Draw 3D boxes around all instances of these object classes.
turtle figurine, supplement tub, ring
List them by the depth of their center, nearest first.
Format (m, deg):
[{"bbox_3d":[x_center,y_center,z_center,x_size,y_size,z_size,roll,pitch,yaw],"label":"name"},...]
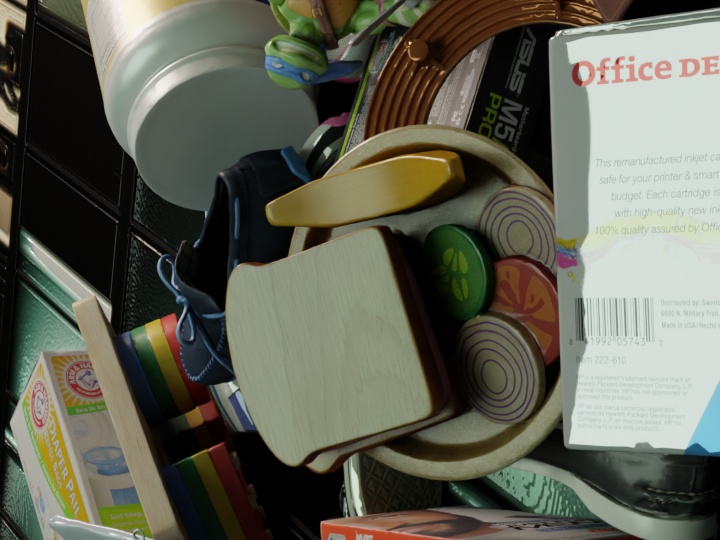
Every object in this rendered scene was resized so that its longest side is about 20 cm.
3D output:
[{"bbox_3d":[0.091,-0.067,1.017,0.200,0.019,0.201,-3,83,23],"label":"ring"},{"bbox_3d":[-0.011,-0.207,1.118,0.144,0.200,0.195,16,81,31],"label":"turtle figurine"},{"bbox_3d":[-0.108,-0.152,1.310,0.200,0.145,0.146,-109,33,-43],"label":"supplement tub"}]

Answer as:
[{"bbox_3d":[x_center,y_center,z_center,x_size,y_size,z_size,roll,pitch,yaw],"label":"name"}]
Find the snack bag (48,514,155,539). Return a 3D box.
[{"bbox_3d":[-0.097,0.226,1.283,0.199,0.189,0.021,9,60,35],"label":"snack bag"}]

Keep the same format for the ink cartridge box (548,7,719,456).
[{"bbox_3d":[0.170,-0.018,0.903,0.144,0.084,0.201,-1,93,40],"label":"ink cartridge box"}]

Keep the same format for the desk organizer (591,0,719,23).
[{"bbox_3d":[0.173,-0.210,0.930,0.077,0.071,0.200,64,143,29],"label":"desk organizer"}]

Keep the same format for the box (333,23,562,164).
[{"bbox_3d":[0.033,-0.051,1.129,0.160,0.044,0.201,5,77,65],"label":"box"}]

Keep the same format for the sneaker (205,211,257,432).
[{"bbox_3d":[-0.053,0.011,1.320,0.115,0.080,0.200,-20,74,60],"label":"sneaker"}]

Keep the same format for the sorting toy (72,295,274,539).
[{"bbox_3d":[-0.122,0.136,1.384,0.199,0.069,0.200,74,173,-58],"label":"sorting toy"}]

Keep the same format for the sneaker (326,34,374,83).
[{"bbox_3d":[-0.025,-0.220,1.244,0.081,0.088,0.201,-1,92,59],"label":"sneaker"}]

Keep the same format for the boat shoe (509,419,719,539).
[{"bbox_3d":[0.116,0.085,1.049,0.200,0.074,0.061,26,115,53],"label":"boat shoe"}]

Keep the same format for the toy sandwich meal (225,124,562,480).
[{"bbox_3d":[0.021,0.021,0.996,0.205,0.070,0.206,5,99,33],"label":"toy sandwich meal"}]

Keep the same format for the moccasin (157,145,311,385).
[{"bbox_3d":[-0.093,-0.004,1.253,0.081,0.068,0.200,53,138,36],"label":"moccasin"}]

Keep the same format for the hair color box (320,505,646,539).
[{"bbox_3d":[0.073,0.172,1.092,0.200,0.111,0.064,-7,85,59],"label":"hair color box"}]

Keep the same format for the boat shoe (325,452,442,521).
[{"bbox_3d":[0.016,0.169,1.227,0.062,0.074,0.201,-10,89,53],"label":"boat shoe"}]

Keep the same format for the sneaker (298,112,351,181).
[{"bbox_3d":[0.000,0.000,1.241,0.087,0.073,0.201,38,129,52],"label":"sneaker"}]

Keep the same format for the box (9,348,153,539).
[{"bbox_3d":[-0.193,0.168,1.541,0.101,0.112,0.200,-59,43,43],"label":"box"}]
